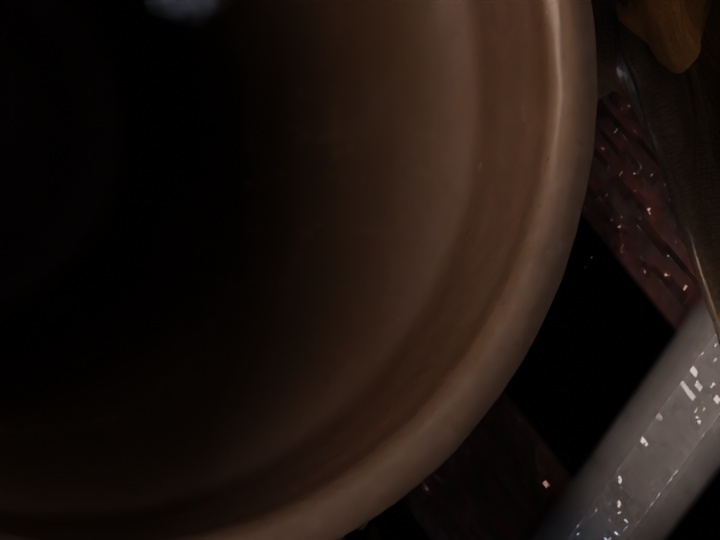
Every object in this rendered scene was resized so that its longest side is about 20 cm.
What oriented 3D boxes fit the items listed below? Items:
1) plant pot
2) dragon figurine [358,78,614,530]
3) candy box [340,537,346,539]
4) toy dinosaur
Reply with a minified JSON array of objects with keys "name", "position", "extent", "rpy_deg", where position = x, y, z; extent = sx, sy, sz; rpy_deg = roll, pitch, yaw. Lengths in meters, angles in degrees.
[{"name":"plant pot","position":[-0.073,-0.037,0.567],"extent":[0.175,0.200,0.201],"rpy_deg":[175,80,-71]},{"name":"dragon figurine","position":[0.000,0.000,0.703],"extent":[0.200,0.059,0.099],"rpy_deg":[-56,21,17]},{"name":"candy box","position":[-0.094,0.103,0.757],"extent":[0.056,0.200,0.117],"rpy_deg":[-20,88,55]},{"name":"toy dinosaur","position":[0.068,-0.050,0.594],"extent":[0.060,0.106,0.200],"rpy_deg":[-19,68,23]}]
